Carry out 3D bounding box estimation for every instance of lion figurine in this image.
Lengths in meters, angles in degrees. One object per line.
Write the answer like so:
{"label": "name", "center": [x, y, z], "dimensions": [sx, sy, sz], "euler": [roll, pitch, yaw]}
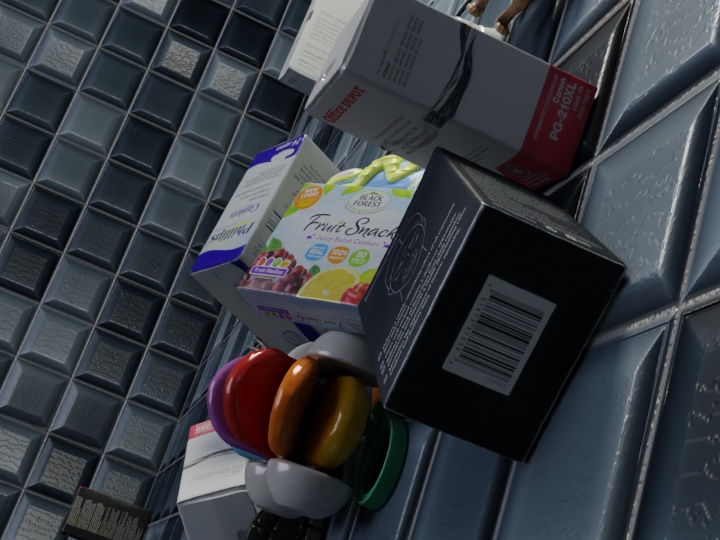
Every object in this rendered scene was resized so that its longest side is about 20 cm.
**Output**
{"label": "lion figurine", "center": [0.173, -0.315, 1.101], "dimensions": [0.123, 0.072, 0.200], "euler": [-51, 13, 32]}

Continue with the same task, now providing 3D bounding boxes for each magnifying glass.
{"label": "magnifying glass", "center": [0.020, 0.145, 1.021], "dimensions": [0.200, 0.022, 0.080], "euler": [-83, 19, -58]}

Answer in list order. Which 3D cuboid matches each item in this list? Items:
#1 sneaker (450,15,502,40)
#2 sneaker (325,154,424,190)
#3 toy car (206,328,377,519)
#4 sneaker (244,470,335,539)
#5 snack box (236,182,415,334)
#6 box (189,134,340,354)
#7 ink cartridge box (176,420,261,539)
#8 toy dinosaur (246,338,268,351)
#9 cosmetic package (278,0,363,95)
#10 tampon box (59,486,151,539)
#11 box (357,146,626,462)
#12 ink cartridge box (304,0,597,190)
{"label": "sneaker", "center": [0.080, -0.201, 1.230], "dimensions": [0.078, 0.099, 0.201], "euler": [-119, 53, -77]}
{"label": "sneaker", "center": [0.025, -0.064, 1.115], "dimensions": [0.200, 0.076, 0.105], "euler": [-29, 38, 14]}
{"label": "toy car", "center": [-0.073, 0.137, 1.028], "dimensions": [0.200, 0.150, 0.176], "euler": [-31, 38, 67]}
{"label": "sneaker", "center": [-0.066, 0.251, 1.130], "dimensions": [0.079, 0.075, 0.200], "euler": [105, -172, -60]}
{"label": "snack box", "center": [-0.003, -0.013, 1.019], "dimensions": [0.199, 0.053, 0.142], "euler": [7, 54, 39]}
{"label": "box", "center": [-0.078, -0.023, 1.293], "dimensions": [0.105, 0.184, 0.200], "euler": [-13, 41, 44]}
{"label": "ink cartridge box", "center": [-0.147, 0.272, 1.231], "dimensions": [0.200, 0.084, 0.146], "euler": [-112, 8, -73]}
{"label": "toy dinosaur", "center": [-0.053, 0.142, 1.337], "dimensions": [0.200, 0.105, 0.182], "euler": [13, 67, 45]}
{"label": "cosmetic package", "center": [-0.051, -0.463, 2.228], "dimensions": [0.201, 0.164, 0.165], "euler": [-67, 12, -5]}
{"label": "tampon box", "center": [-0.672, 0.663, 2.817], "dimensions": [0.150, 0.199, 0.127], "euler": [-40, 29, 66]}
{"label": "box", "center": [0.082, 0.015, 0.760], "dimensions": [0.200, 0.107, 0.149], "euler": [-106, 40, -72]}
{"label": "ink cartridge box", "center": [0.069, -0.141, 0.890], "dimensions": [0.145, 0.199, 0.085], "euler": [158, 135, -74]}
